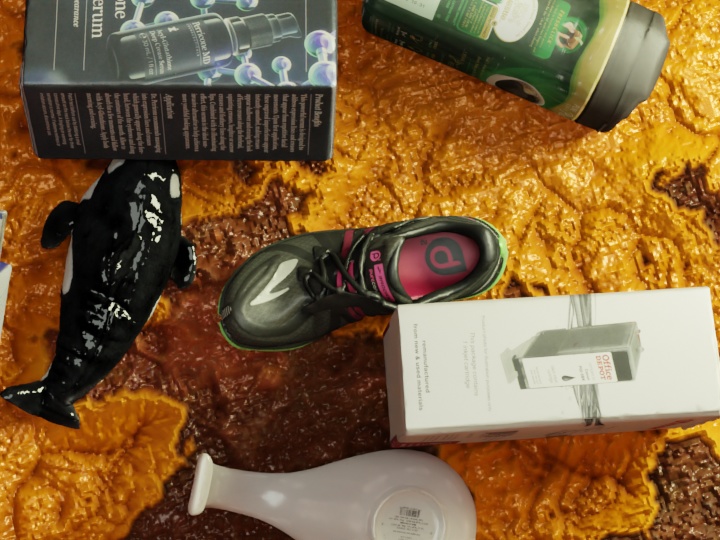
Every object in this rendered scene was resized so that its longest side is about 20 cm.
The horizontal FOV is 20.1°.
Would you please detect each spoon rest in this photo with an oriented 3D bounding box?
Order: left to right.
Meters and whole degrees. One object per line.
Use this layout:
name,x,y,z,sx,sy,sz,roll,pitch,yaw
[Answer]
spoon rest,-0.018,0.157,1.342,0.199,0.061,0.100,14,84,-14

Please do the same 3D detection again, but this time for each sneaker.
sneaker,0.000,0.000,1.338,0.199,0.084,0.077,-17,84,-4

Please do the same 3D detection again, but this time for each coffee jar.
coffee jar,0.104,-0.164,1.350,0.199,0.104,0.086,24,86,0

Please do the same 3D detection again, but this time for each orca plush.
orca plush,-0.175,0.003,1.336,0.105,0.071,0.200,36,84,2

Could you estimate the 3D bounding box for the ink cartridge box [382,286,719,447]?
ink cartridge box,0.119,0.064,1.305,0.199,0.147,0.083,-3,82,-4

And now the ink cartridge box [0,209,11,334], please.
ink cartridge box,-0.326,0.020,1.294,0.199,0.041,0.201,14,119,-1

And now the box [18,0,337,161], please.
box,-0.115,-0.159,1.322,0.199,0.107,0.149,0,67,-3
